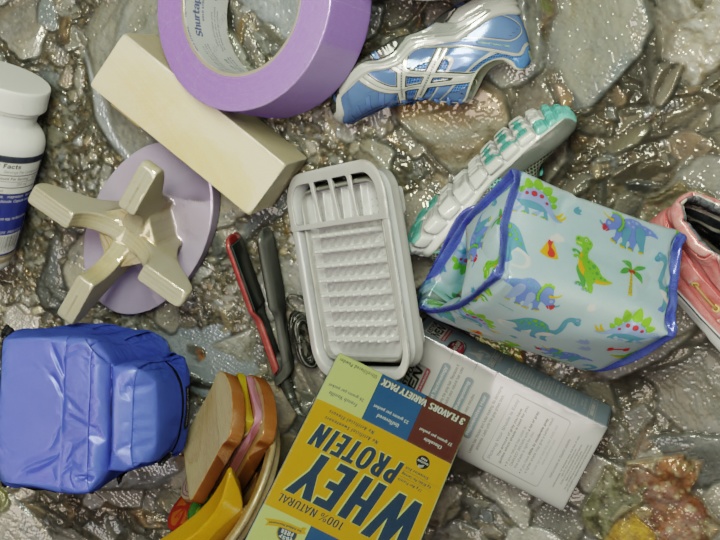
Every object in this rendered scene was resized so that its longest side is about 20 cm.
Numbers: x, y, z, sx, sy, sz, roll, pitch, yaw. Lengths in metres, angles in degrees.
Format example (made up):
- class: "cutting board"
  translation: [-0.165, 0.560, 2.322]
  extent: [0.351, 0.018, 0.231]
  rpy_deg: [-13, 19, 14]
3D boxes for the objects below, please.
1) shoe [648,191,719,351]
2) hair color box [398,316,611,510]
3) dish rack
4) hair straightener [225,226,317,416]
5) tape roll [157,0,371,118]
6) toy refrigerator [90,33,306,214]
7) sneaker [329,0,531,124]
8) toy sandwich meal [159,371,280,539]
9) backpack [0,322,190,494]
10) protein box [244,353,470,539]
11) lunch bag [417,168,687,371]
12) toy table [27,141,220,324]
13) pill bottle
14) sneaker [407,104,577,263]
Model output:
- class: "shoe"
  translation: [0.331, 0.017, 1.015]
  extent: [0.200, 0.091, 0.071]
  rpy_deg: [42, 66, 6]
- class: "hair color box"
  translation: [0.129, 0.136, 1.132]
  extent: [0.200, 0.061, 0.099]
  rpy_deg: [26, 109, 8]
- class: "dish rack"
  translation: [0.000, 0.000, 1.102]
  extent: [0.172, 0.043, 0.200]
  rpy_deg: [-5, 94, 57]
- class: "hair straightener"
  translation: [-0.073, 0.051, 1.182]
  extent: [0.077, 0.041, 0.200]
  rpy_deg: [-11, 100, 19]
- class: "tape roll"
  translation: [-0.090, -0.241, 1.066]
  extent: [0.200, 0.066, 0.200]
  rpy_deg: [0, 90, 33]
- class: "toy refrigerator"
  translation: [-0.157, -0.141, 1.138]
  extent: [0.200, 0.076, 0.070]
  rpy_deg: [39, 107, 4]
- class: "sneaker"
  translation: [0.061, -0.179, 1.064]
  extent: [0.200, 0.076, 0.077]
  rpy_deg: [-26, 91, 22]
- class: "toy sandwich meal"
  translation: [-0.149, 0.201, 1.168]
  extent: [0.070, 0.205, 0.205]
  rpy_deg: [31, 113, -24]
- class: "backpack"
  translation: [-0.254, 0.138, 1.174]
  extent: [0.168, 0.200, 0.163]
  rpy_deg: [8, 91, 8]
- class: "protein box"
  translation: [-0.018, 0.222, 1.075]
  extent: [0.135, 0.200, 0.199]
  rpy_deg: [26, 150, 2]
- class: "lunch bag"
  translation: [0.159, 0.016, 1.022]
  extent: [0.170, 0.128, 0.200]
  rpy_deg: [20, 153, -10]
- class: "toy table"
  translation: [-0.228, -0.033, 1.168]
  extent: [0.184, 0.117, 0.200]
  rpy_deg: [24, 108, 10]
- class: "pill bottle"
  translation: [-0.389, -0.107, 1.198]
  extent: [0.116, 0.116, 0.200]
  rpy_deg: [25, 109, 9]
- class: "sneaker"
  translation: [0.135, -0.067, 1.083]
  extent: [0.091, 0.078, 0.200]
  rpy_deg: [39, 116, -13]
